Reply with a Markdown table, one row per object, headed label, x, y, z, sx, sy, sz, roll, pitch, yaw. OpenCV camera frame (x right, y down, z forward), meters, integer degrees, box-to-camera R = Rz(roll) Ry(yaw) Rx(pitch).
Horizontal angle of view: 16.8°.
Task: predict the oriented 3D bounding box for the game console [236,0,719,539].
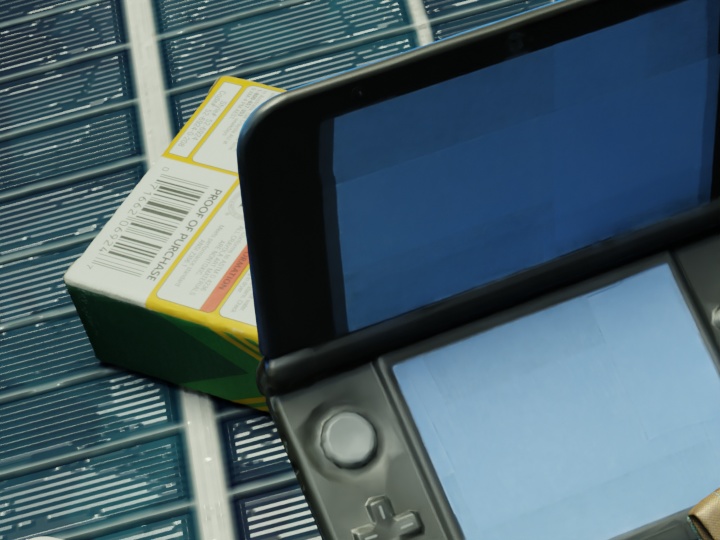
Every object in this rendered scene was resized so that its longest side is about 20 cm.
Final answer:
| label | x | y | z | sx | sy | sz | roll | pitch | yaw |
| --- | --- | --- | --- | --- | --- | --- | --- | --- | --- |
| game console | 0.071 | 0.013 | 0.820 | 0.199 | 0.118 | 0.172 | -20 | 74 | -16 |

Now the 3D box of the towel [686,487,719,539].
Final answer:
| label | x | y | z | sx | sy | sz | roll | pitch | yaw |
| --- | --- | --- | --- | --- | --- | --- | --- | --- | --- |
| towel | 0.209 | 0.119 | 0.735 | 0.146 | 0.022 | 0.201 | -31 | 79 | -15 |

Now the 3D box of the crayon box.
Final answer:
| label | x | y | z | sx | sy | sz | roll | pitch | yaw |
| --- | --- | --- | --- | --- | --- | --- | --- | --- | --- |
| crayon box | 0.000 | 0.000 | 0.963 | 0.199 | 0.052 | 0.126 | 15 | 52 | 29 |

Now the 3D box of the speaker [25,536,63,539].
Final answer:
| label | x | y | z | sx | sy | sz | roll | pitch | yaw |
| --- | --- | --- | --- | --- | --- | --- | --- | --- | --- |
| speaker | -0.036 | 0.143 | 0.797 | 0.199 | 0.082 | 0.081 | 7 | 48 | 32 |
